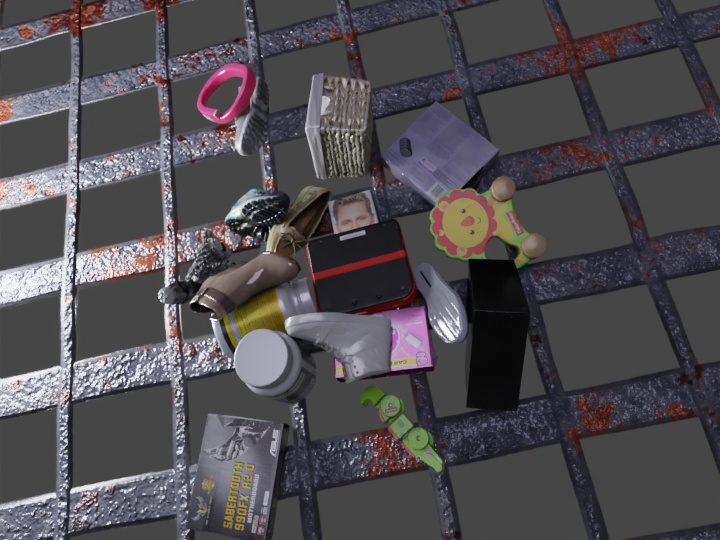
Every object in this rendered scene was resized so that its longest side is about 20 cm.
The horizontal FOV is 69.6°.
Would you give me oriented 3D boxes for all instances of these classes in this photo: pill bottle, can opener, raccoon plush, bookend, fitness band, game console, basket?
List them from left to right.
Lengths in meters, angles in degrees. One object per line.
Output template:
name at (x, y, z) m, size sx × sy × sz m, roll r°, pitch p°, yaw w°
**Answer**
raccoon plush at (-0.338, -0.017, 1.059) m, size 0.097 × 0.199 × 0.135 m, roll -49°, pitch 68°, yaw 24°
fitness band at (-0.317, -0.420, 1.220) m, size 0.199 × 0.037 × 0.145 m, roll 29°, pitch 87°, yaw 46°
can opener at (-0.204, -0.037, 1.117) m, size 0.066 × 0.053 × 0.204 m, roll 0°, pitch 68°, yaw 42°
pill bottle at (-0.183, 0.089, 1.028) m, size 0.196 × 0.113 × 0.114 m, roll -21°, pitch 69°, yaw 1°
pill bottle at (-0.152, 0.176, 0.947) m, size 0.111 × 0.200 × 0.116 m, roll -3°, pitch 70°, yaw 7°
basket at (-0.038, -0.296, 1.095) m, size 0.120 × 0.200 × 0.139 m, roll 4°, pitch 71°, yaw 4°
game console at (0.000, 0.000, 1.015) m, size 0.196 × 0.031 × 0.180 m, roll -14°, pitch 64°, yaw 2°
bookend at (0.242, 0.112, 0.957) m, size 0.090 × 0.200 × 0.204 m, roll 2°, pitch 115°, yaw 7°

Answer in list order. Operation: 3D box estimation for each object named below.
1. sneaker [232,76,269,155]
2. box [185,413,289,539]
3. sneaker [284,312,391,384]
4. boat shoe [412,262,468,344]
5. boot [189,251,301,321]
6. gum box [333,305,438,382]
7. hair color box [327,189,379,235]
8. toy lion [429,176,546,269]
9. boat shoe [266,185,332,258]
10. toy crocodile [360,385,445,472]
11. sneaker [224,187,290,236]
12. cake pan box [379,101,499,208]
sneaker at (-0.268, -0.357, 1.225) m, size 0.080 × 0.075 × 0.204 m, roll -4°, pitch 65°, yaw 23°
box at (-0.226, 0.381, 0.969) m, size 0.155 × 0.048 × 0.204 m, roll 5°, pitch 72°, yaw 9°
sneaker at (-0.037, 0.140, 0.917) m, size 0.195 × 0.074 × 0.118 m, roll 4°, pitch 70°, yaw -12°
boat shoe at (0.163, 0.061, 0.973) m, size 0.072 × 0.070 × 0.202 m, roll -46°, pitch 37°, yaw 23°
boot at (-0.219, 0.035, 0.957) m, size 0.197 × 0.071 × 0.147 m, roll -5°, pitch 32°, yaw 40°
gum box at (0.047, 0.143, 1.001) m, size 0.195 × 0.066 × 0.116 m, roll -8°, pitch 69°, yaw 5°
hair color box at (0.000, -0.056, 1.079) m, size 0.098 × 0.061 × 0.204 m, roll -15°, pitch 69°, yaw 2°
toy lion at (0.241, -0.079, 1.035) m, size 0.189 × 0.069 × 0.203 m, roll -29°, pitch 84°, yaw 4°
boat shoe at (-0.130, -0.096, 1.093) m, size 0.062 × 0.073 × 0.203 m, roll 9°, pitch 66°, yaw 48°
toy crocodile at (0.079, 0.289, 0.948) m, size 0.062 × 0.068 × 0.200 m, roll -43°, pitch 69°, yaw -2°
sneaker at (-0.217, -0.143, 1.094) m, size 0.198 × 0.077 × 0.088 m, roll -12°, pitch 53°, yaw 43°
cake pan box at (0.173, -0.242, 1.124) m, size 0.200 × 0.052 × 0.184 m, roll 42°, pitch 84°, yaw 19°
